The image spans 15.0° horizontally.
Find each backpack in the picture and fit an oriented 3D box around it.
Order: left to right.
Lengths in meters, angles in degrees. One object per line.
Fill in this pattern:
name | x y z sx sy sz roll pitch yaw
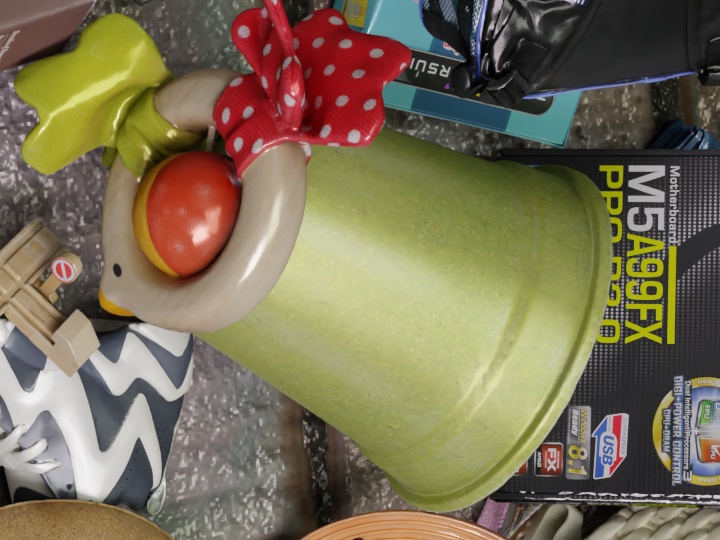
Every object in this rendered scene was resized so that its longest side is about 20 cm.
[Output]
backpack | 0.118 -0.207 1.401 0.182 0.147 0.201 -7 123 -24

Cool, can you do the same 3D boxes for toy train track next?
toy train track | -0.202 -0.030 1.346 0.200 0.033 0.115 43 36 -4

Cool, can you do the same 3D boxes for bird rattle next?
bird rattle | -0.067 -0.050 1.331 0.113 0.199 0.164 13 80 -53

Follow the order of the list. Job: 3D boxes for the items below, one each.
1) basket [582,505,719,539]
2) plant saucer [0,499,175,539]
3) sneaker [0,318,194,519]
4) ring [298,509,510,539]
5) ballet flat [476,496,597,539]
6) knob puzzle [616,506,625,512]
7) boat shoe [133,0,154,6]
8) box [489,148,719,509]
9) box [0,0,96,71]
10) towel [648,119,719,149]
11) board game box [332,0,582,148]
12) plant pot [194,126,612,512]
basket | 0.229 0.221 1.547 0.200 0.198 0.161 -32 127 -29
plant saucer | -0.168 0.209 1.408 0.199 0.035 0.201 -11 124 -17
sneaker | -0.176 0.089 1.402 0.199 0.079 0.130 2 88 -42
ring | 0.034 0.216 1.519 0.200 0.019 0.201 5 117 10
ballet flat | 0.081 0.194 1.583 0.069 0.071 0.201 34 80 -36
knob puzzle | 0.240 0.226 1.711 0.219 0.030 0.221 -5 101 -31
boat shoe | -0.050 -0.198 1.432 0.200 0.072 0.071 -29 87 -14
box | 0.154 0.032 1.538 0.160 0.044 0.201 1 82 11
box | -0.239 -0.131 1.313 0.199 0.075 0.100 -22 82 -29
towel | 0.170 0.017 1.623 0.112 0.048 0.200 44 75 -30
board game box | 0.074 -0.181 1.508 0.151 0.047 0.201 11 105 -32
plant pot | 0.000 0.000 1.437 0.184 0.200 0.201 27 84 -26
